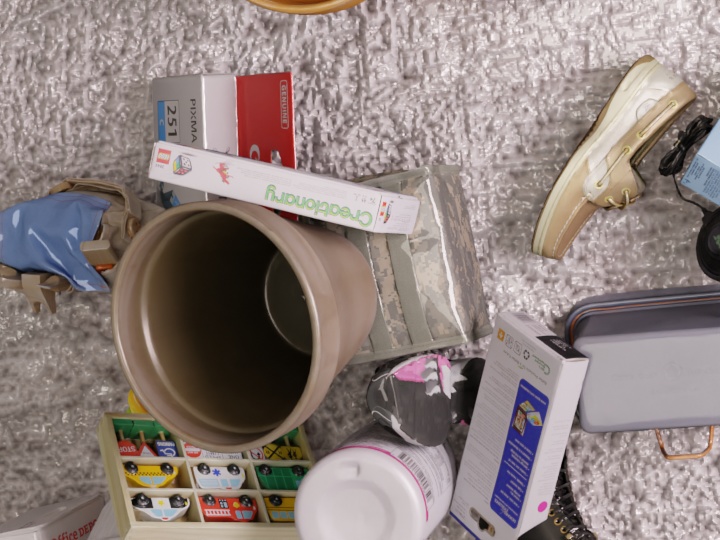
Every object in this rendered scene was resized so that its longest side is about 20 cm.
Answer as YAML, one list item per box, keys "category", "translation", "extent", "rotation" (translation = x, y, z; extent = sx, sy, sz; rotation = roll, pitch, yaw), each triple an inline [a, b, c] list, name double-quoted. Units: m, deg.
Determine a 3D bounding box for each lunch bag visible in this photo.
- category: "lunch bag"
  translation: [0.000, 0.000, 1.475]
  extent: [0.199, 0.118, 0.165]
  rotation: [-11, 90, 21]

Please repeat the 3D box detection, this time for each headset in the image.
- category: "headset"
  translation: [0.334, -0.037, 1.381]
  extent: [0.200, 0.123, 0.094]
  rotation: [44, 116, 17]

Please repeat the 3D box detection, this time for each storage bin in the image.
- category: "storage bin"
  translation: [0.269, 0.094, 1.405]
  extent: [0.199, 0.134, 0.146]
  rotation: [-5, 94, 16]

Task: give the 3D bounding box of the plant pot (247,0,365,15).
- category: "plant pot"
  translation: [-0.028, -0.319, 1.415]
  extent: [0.199, 0.183, 0.201]
  rotation: [2, 96, 15]

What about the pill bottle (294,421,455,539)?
- category: "pill bottle"
  translation: [0.020, 0.194, 1.442]
  extent: [0.113, 0.200, 0.114]
  rotation: [1, 95, 14]

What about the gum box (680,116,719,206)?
- category: "gum box"
  translation: [0.390, -0.087, 1.349]
  extent: [0.200, 0.170, 0.045]
  rotation: [33, 147, 9]

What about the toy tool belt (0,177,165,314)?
- category: "toy tool belt"
  translation: [-0.285, -0.024, 1.520]
  extent: [0.199, 0.123, 0.126]
  rotation: [-1, 93, 27]

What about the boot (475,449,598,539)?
- category: "boot"
  translation: [0.176, 0.194, 1.432]
  extent: [0.077, 0.138, 0.201]
  rotation: [-3, 109, -28]

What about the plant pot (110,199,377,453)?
- category: "plant pot"
  translation: [-0.075, 0.034, 1.351]
  extent: [0.199, 0.173, 0.201]
  rotation: [5, 101, 30]

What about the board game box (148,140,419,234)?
- category: "board game box"
  translation: [-0.061, -0.068, 1.365]
  extent: [0.199, 0.126, 0.035]
  rotation: [14, 94, 16]

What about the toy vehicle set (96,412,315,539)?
- category: "toy vehicle set"
  translation: [-0.128, 0.186, 1.458]
  extent: [0.027, 0.199, 0.125]
  rotation: [-59, 39, 37]

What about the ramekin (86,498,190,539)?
- category: "ramekin"
  translation: [-0.163, 0.273, 1.510]
  extent: [0.201, 0.095, 0.203]
  rotation: [7, 142, 6]

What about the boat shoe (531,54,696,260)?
- category: "boat shoe"
  translation: [0.221, -0.089, 1.430]
  extent: [0.066, 0.074, 0.201]
  rotation: [34, 102, 14]

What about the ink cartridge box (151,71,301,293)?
- category: "ink cartridge box"
  translation: [-0.125, -0.079, 1.487]
  extent: [0.176, 0.045, 0.201]
  rotation: [4, 98, 52]

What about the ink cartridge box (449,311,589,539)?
- category: "ink cartridge box"
  translation: [0.133, 0.144, 1.402]
  extent: [0.095, 0.037, 0.201]
  rotation: [38, 121, 49]

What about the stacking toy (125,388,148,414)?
- category: "stacking toy"
  translation: [-0.186, 0.147, 1.553]
  extent: [0.116, 0.110, 0.201]
  rotation: [27, 112, 8]

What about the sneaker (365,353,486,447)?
- category: "sneaker"
  translation: [0.041, 0.111, 1.435]
  extent: [0.086, 0.200, 0.081]
  rotation: [2, 86, 23]

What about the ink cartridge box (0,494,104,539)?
- category: "ink cartridge box"
  translation: [-0.290, 0.331, 1.562]
  extent: [0.082, 0.146, 0.201]
  rotation: [-11, 92, 16]
